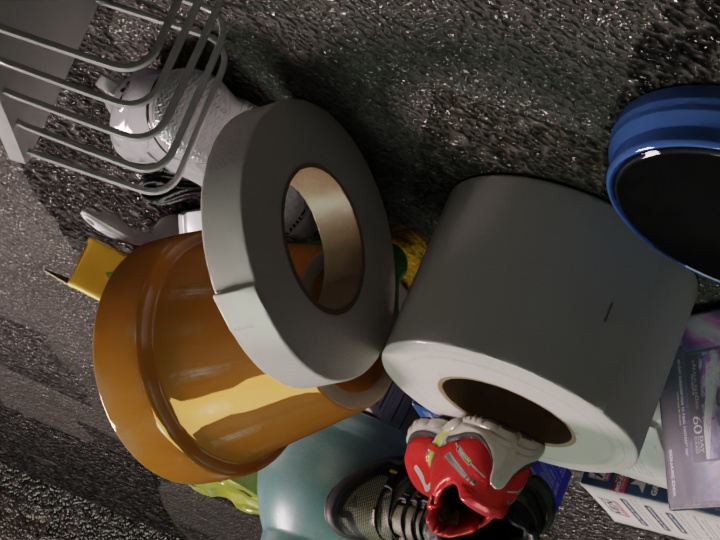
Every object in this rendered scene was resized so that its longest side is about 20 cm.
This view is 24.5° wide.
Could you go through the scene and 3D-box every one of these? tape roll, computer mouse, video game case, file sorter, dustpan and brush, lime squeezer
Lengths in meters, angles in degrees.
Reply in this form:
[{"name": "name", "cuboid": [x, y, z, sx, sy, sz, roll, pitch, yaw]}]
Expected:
[{"name": "tape roll", "cuboid": [-0.040, -0.019, 1.163, 0.037, 0.205, 0.203, -12, 144, 29]}, {"name": "computer mouse", "cuboid": [-0.119, -0.024, 1.418, 0.108, 0.044, 0.201, 1, 148, 11]}, {"name": "video game case", "cuboid": [0.277, 0.096, 1.185, 0.019, 0.145, 0.200, 0, 171, -23]}, {"name": "file sorter", "cuboid": [-0.161, -0.153, 1.061, 0.123, 0.140, 0.200, 19, 160, 5]}, {"name": "dustpan and brush", "cuboid": [-0.173, -0.021, 1.530, 0.139, 0.058, 0.200, 1, 150, 49]}, {"name": "tape roll", "cuboid": [0.131, 0.042, 1.210, 0.201, 0.140, 0.203, 22, 161, 8]}, {"name": "lime squeezer", "cuboid": [0.000, 0.000, 1.376, 0.038, 0.071, 0.200, 18, -167, -42]}]

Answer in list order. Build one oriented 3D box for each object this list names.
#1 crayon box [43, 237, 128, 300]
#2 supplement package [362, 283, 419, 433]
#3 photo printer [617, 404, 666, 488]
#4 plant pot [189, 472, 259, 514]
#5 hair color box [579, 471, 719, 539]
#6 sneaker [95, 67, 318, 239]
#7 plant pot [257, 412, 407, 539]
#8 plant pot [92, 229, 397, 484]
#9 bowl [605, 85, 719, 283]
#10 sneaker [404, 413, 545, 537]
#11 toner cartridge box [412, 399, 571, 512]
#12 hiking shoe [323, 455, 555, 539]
[{"name": "crayon box", "cuboid": [-0.178, 0.029, 1.519, 0.199, 0.051, 0.127, 24, 177, 26]}, {"name": "supplement package", "cuboid": [-0.002, 0.080, 1.512, 0.113, 0.110, 0.200, 13, 158, 30]}, {"name": "photo printer", "cuboid": [0.190, 0.114, 1.431, 0.198, 0.070, 0.167, 14, 159, 29]}, {"name": "plant pot", "cuboid": [-0.109, 0.140, 1.686, 0.199, 0.186, 0.201, 21, 160, 8]}, {"name": "hair color box", "cuboid": [0.316, 0.212, 1.547, 0.198, 0.061, 0.100, 9, 155, 36]}, {"name": "sneaker", "cuboid": [-0.112, -0.094, 1.257, 0.114, 0.076, 0.200, 17, 166, 44]}, {"name": "plant pot", "cuboid": [-0.015, 0.220, 1.520, 0.199, 0.135, 0.201, 23, 162, 8]}, {"name": "plant pot", "cuboid": [-0.076, 0.057, 1.296, 0.182, 0.202, 0.200, -13, 141, 39]}, {"name": "bowl", "cuboid": [0.243, -0.040, 1.012, 0.199, 0.040, 0.201, 22, 160, 8]}, {"name": "sneaker", "cuboid": [0.069, 0.160, 1.250, 0.076, 0.086, 0.200, 27, 164, -7]}, {"name": "toner cartridge box", "cuboid": [0.117, 0.147, 1.433, 0.094, 0.044, 0.200, 14, 159, 25]}, {"name": "hiking shoe", "cuboid": [0.059, 0.199, 1.375, 0.198, 0.077, 0.101, -4, -174, 15]}]
